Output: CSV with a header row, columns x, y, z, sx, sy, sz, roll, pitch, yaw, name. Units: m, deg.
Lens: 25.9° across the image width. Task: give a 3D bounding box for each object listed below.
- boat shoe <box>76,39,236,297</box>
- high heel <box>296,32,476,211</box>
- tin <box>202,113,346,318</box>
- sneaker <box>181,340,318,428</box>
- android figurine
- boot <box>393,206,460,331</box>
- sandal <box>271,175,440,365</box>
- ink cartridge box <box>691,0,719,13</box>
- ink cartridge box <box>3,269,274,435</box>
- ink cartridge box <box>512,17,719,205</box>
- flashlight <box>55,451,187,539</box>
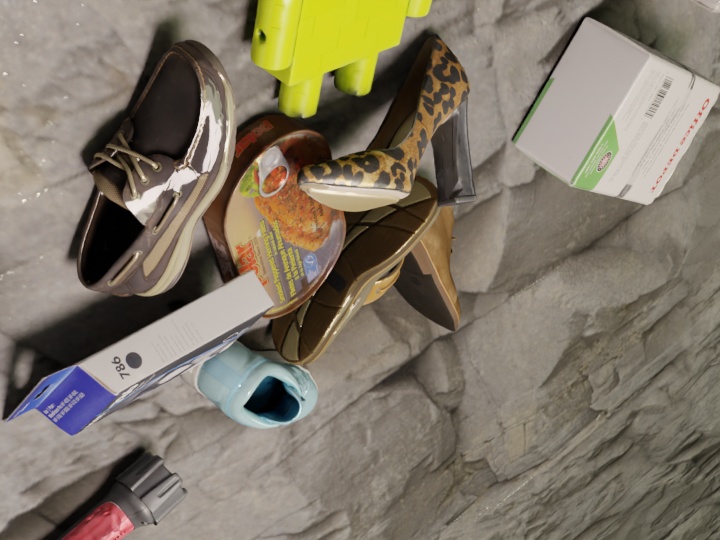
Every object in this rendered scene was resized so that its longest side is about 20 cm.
x,y,z,sx,sy,sz,roll,pitch,yaw,name
-0.143,-0.061,1.069,0.073,0.074,0.200,-17,135,-48,boat shoe
0.014,-0.121,1.235,0.200,0.071,0.143,-3,85,-47,high heel
-0.069,-0.041,1.242,0.112,0.042,0.200,-45,151,-23,tin
-0.078,0.113,1.352,0.074,0.082,0.200,-55,152,5,sneaker
-0.008,-0.208,1.142,0.182,0.041,0.200,-25,143,-41,android figurine
0.069,-0.011,1.455,0.075,0.074,0.200,-55,151,-19,boot
0.000,0.000,1.344,0.054,0.080,0.200,20,111,-50,sandal
0.392,-0.334,1.552,0.200,0.083,0.147,-9,130,-53,ink cartridge box
-0.164,0.070,1.180,0.200,0.039,0.099,-28,173,-36,ink cartridge box
0.257,-0.153,1.553,0.200,0.084,0.146,7,117,-59,ink cartridge box
-0.228,0.231,1.277,0.200,0.068,0.068,-40,154,-20,flashlight
